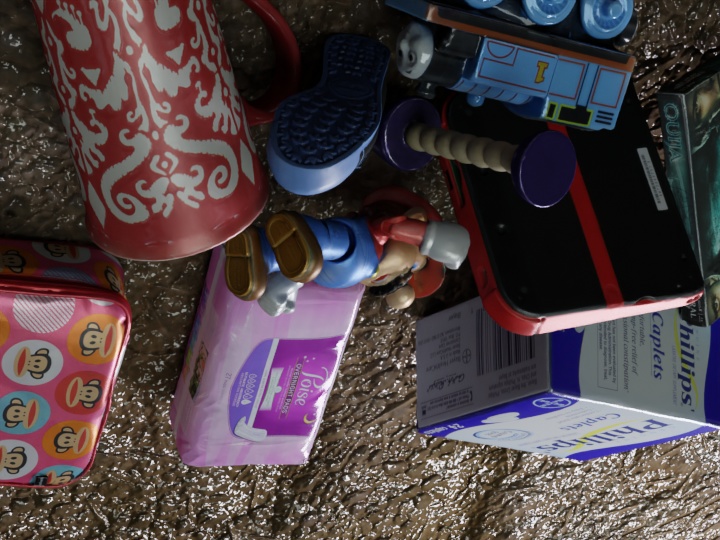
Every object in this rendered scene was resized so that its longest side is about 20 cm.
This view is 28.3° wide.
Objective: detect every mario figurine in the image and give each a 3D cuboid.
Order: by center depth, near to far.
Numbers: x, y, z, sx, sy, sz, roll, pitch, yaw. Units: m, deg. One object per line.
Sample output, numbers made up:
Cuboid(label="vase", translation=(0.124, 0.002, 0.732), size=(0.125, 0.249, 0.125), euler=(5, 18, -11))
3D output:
Cuboid(label="mario figurine", translation=(0.000, 0.000, 1.037), size=(0.199, 0.123, 0.107), euler=(-7, 117, -50))

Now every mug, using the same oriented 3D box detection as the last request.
Cuboid(label="mug", translation=(-0.136, -0.139, 0.954), size=(0.132, 0.178, 0.201), euler=(7, 132, 23))

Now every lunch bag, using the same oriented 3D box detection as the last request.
Cuboid(label="lunch bag", translation=(-0.274, 0.070, 1.076), size=(0.175, 0.082, 0.201), euler=(6, 123, -23))

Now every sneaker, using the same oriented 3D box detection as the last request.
Cuboid(label="sneaker", translation=(-0.020, -0.090, 0.981), size=(0.069, 0.200, 0.078), euler=(15, 123, 6))

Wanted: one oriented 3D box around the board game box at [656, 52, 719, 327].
Cuboid(label="board game box", translation=(0.298, -0.072, 1.160), size=(0.135, 0.028, 0.202), euler=(-31, 120, -37))

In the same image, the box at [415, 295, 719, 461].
Cuboid(label="box", translation=(0.176, 0.086, 1.209), size=(0.199, 0.106, 0.183), euler=(12, 159, -31))

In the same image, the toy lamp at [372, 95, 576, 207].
Cuboid(label="toy lamp", translation=(0.069, -0.088, 1.014), size=(0.058, 0.199, 0.059), euler=(-12, 111, -33))

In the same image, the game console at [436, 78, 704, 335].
Cuboid(label="game console", translation=(0.155, -0.056, 1.087), size=(0.175, 0.202, 0.031), euler=(-8, 160, -20))

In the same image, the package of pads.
Cuboid(label="package of pads", translation=(-0.076, 0.065, 1.156), size=(0.119, 0.076, 0.201), euler=(2, 126, -23))

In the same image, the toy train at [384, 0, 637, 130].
Cuboid(label="toy train", translation=(0.110, -0.169, 1.022), size=(0.198, 0.087, 0.115), euler=(8, 104, -29))
